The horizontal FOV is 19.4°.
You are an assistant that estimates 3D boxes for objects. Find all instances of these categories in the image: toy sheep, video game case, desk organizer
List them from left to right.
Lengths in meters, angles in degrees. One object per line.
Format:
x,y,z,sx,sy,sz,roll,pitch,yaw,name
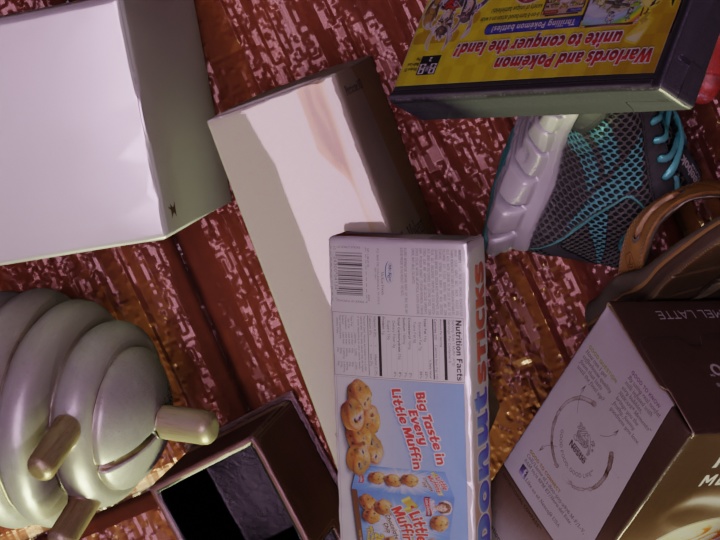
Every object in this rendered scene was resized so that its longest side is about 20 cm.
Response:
-0.167,0.074,1.091,0.199,0.138,0.139,10,103,18,toy sheep
-0.028,0.175,1.109,0.071,0.077,0.201,-27,94,16,desk organizer
0.105,-0.155,0.935,0.025,0.200,0.182,28,78,-30,video game case

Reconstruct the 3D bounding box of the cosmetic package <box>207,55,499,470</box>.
0.000,0.000,1.055,0.071,0.105,0.201,-19,98,14,cosmetic package

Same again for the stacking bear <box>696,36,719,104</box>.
0.194,-0.175,0.973,0.113,0.122,0.201,6,124,-33,stacking bear

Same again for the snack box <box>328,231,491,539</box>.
0.024,0.083,0.992,0.071,0.024,0.201,2,100,24,snack box

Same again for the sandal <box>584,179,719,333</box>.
0.157,-0.011,0.987,0.080,0.200,0.054,-6,78,-18,sandal

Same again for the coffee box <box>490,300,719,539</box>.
0.132,0.110,1.001,0.080,0.114,0.200,60,137,35,coffee box

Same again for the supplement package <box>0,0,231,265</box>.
-0.183,-0.068,1.072,0.199,0.120,0.122,-8,98,14,supplement package

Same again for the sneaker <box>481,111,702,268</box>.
0.124,-0.068,1.000,0.091,0.078,0.200,17,146,-3,sneaker
